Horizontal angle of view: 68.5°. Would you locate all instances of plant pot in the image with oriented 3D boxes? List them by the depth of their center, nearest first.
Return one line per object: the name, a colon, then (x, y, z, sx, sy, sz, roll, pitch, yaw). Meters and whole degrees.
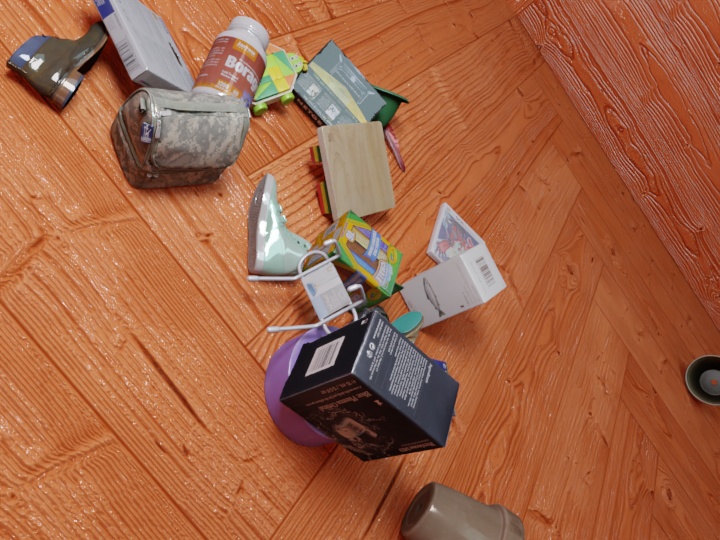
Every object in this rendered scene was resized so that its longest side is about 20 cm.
plant pot: (0.175, 0.491, 0.978, 0.174, 0.201, 0.201, 38, 45, 1)
plant pot: (1.466, 0.459, 2.196, 0.173, 0.198, 0.203, 22, 53, -54)

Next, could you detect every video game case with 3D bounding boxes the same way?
video game case: (0.268, -0.063, 1.454, 0.182, 0.023, 0.201, 40, 47, -20)

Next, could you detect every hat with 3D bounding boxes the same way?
hat: (0.031, -0.388, 1.400, 0.199, 0.178, 0.165, 29, 17, 31)

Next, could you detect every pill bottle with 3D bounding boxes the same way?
pill bottle: (-0.251, -0.394, 1.046, 0.111, 0.112, 0.202, 27, 69, -30)

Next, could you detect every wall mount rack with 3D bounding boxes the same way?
wall mount rack: (-0.092, 0.035, 0.922, 0.201, 0.172, 0.075, 60, -5, 36)

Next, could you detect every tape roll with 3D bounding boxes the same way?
tape roll: (-0.068, 0.209, 0.957, 0.198, 0.085, 0.202, 22, 55, -34)

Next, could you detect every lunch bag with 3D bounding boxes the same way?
lunch bag: (-0.306, -0.237, 0.907, 0.199, 0.167, 0.141, -13, 78, -45)

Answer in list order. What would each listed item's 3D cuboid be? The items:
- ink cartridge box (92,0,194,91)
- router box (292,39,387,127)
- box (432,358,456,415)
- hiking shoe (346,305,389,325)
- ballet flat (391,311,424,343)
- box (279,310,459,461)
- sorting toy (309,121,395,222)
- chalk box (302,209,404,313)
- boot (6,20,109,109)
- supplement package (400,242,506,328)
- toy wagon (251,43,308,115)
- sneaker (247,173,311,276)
ink cartridge box: (-0.394, -0.416, 0.979, 0.198, 0.043, 0.200, 63, 9, 3)
router box: (-0.057, -0.416, 1.265, 0.200, 0.052, 0.158, 45, 76, -16)
box: (0.143, 0.249, 1.133, 0.199, 0.032, 0.123, 22, 54, -52)
hiking shoe: (0.032, 0.130, 1.050, 0.101, 0.076, 0.200, 52, 9, 10)
ballet flat: (0.077, 0.157, 1.146, 0.199, 0.070, 0.066, -31, 118, -44)
box: (0.014, 0.192, 0.838, 0.200, 0.196, 0.118, 41, 47, -19)
sorting toy: (-0.022, -0.224, 1.200, 0.198, 0.069, 0.203, -21, 104, -45)
chalk box: (0.000, 0.000, 1.100, 0.199, 0.124, 0.125, 38, 47, -20)
boot: (-0.490, -0.370, 0.874, 0.096, 0.074, 0.202, 32, 52, -30)
supplement package: (0.208, 0.038, 1.217, 0.117, 0.199, 0.118, -26, 87, -47)
toy wagon: (-0.202, -0.436, 1.156, 0.199, 0.040, 0.157, -28, 89, -22)
sneaker: (-0.155, -0.083, 1.033, 0.117, 0.073, 0.203, 10, 72, -32)
